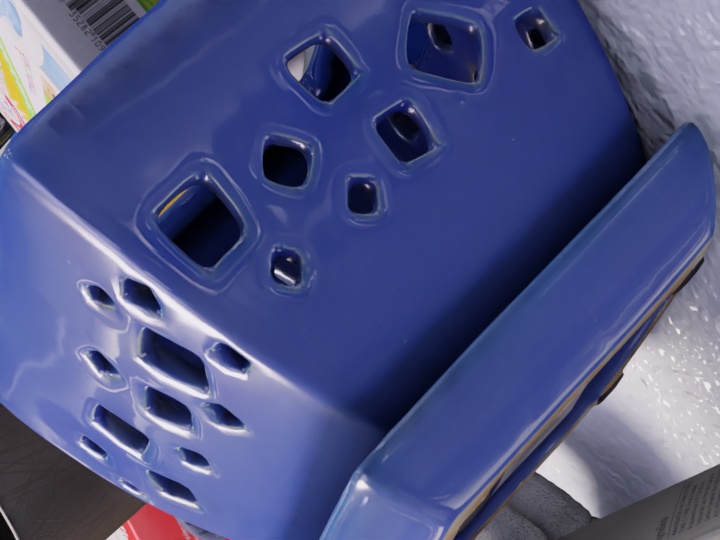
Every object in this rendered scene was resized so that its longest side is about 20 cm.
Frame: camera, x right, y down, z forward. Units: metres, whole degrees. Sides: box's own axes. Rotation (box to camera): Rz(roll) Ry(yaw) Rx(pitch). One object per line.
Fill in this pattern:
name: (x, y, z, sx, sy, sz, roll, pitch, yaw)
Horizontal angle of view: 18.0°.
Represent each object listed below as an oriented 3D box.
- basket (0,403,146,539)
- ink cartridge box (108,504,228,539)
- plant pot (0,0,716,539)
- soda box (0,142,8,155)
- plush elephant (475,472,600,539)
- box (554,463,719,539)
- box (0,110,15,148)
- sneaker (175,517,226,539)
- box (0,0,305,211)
basket: (-0.117, 0.042, 1.057, 0.137, 0.199, 0.180, 59, 158, -14)
ink cartridge box: (-0.130, 0.152, 1.408, 0.199, 0.067, 0.117, 16, 136, 56)
plant pot: (0.000, 0.000, 0.786, 0.180, 0.200, 0.200, 42, 156, 10)
soda box: (-0.213, -0.096, 1.231, 0.068, 0.063, 0.201, 37, 152, 36)
plush elephant: (0.068, 0.184, 0.931, 0.199, 0.155, 0.165, 25, 156, 42)
box: (0.085, 0.129, 0.779, 0.069, 0.199, 0.082, 61, -160, -5)
box: (-0.238, -0.129, 1.051, 0.200, 0.051, 0.158, 39, -165, -8)
sneaker: (-0.111, 0.051, 1.231, 0.201, 0.074, 0.082, 65, 158, -7)
box: (-0.092, -0.101, 0.898, 0.113, 0.101, 0.200, 50, 167, 11)
